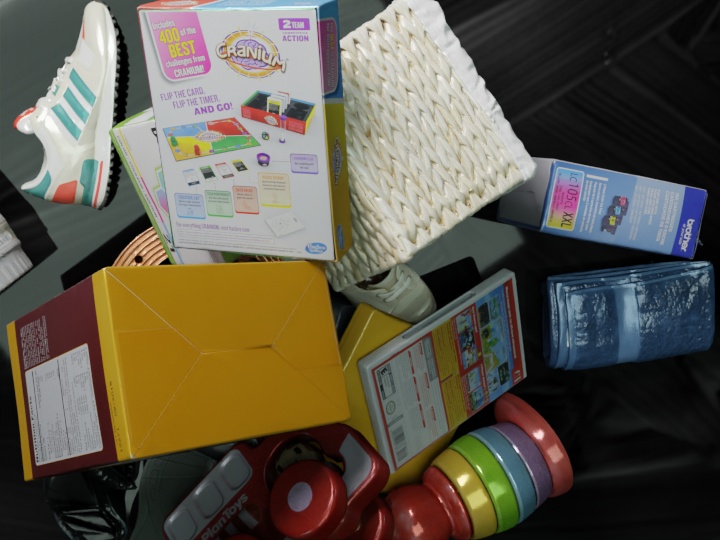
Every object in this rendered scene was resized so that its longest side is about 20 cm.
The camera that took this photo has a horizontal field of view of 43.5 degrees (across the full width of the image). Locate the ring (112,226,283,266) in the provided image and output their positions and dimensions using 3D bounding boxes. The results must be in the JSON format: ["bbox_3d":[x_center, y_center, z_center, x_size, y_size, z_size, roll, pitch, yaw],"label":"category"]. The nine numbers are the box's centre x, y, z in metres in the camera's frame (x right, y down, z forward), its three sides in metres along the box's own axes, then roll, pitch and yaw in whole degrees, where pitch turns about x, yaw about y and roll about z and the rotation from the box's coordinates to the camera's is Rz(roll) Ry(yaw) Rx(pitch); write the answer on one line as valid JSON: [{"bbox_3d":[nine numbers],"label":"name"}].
[{"bbox_3d":[-0.164,0.043,0.926,0.200,0.019,0.201,-1,92,-16],"label":"ring"}]

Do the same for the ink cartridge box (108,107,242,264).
[{"bbox_3d":[-0.124,-0.083,0.804,0.076,0.200,0.148,-34,111,-32],"label":"ink cartridge box"}]

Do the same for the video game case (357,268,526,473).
[{"bbox_3d":[0.091,0.103,0.930,0.200,0.017,0.143,-30,125,-26],"label":"video game case"}]

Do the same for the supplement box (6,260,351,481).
[{"bbox_3d":[-0.152,0.082,0.738,0.197,0.200,0.133,-2,78,-41],"label":"supplement box"}]

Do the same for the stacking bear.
[{"bbox_3d":[0.111,0.231,0.944,0.200,0.114,0.122,-26,102,-17],"label":"stacking bear"}]

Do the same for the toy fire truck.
[{"bbox_3d":[-0.077,0.211,0.804,0.200,0.168,0.112,-48,139,0],"label":"toy fire truck"}]

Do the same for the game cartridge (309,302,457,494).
[{"bbox_3d":[0.031,0.141,0.932,0.200,0.032,0.177,27,91,-41],"label":"game cartridge"}]

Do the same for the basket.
[{"bbox_3d":[0.014,-0.111,0.832,0.161,0.198,0.200,-34,94,-24],"label":"basket"}]

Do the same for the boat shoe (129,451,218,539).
[{"bbox_3d":[-0.185,0.245,0.924,0.074,0.065,0.202,6,71,21],"label":"boat shoe"}]

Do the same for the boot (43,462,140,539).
[{"bbox_3d":[-0.262,0.147,0.853,0.076,0.168,0.201,-18,99,-8],"label":"boot"}]

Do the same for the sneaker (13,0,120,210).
[{"bbox_3d":[-0.280,-0.159,0.860,0.093,0.070,0.200,3,99,-17],"label":"sneaker"}]

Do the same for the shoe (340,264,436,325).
[{"bbox_3d":[0.000,0.000,0.943,0.200,0.053,0.070,36,90,-13],"label":"shoe"}]

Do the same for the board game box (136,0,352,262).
[{"bbox_3d":[-0.088,-0.110,0.716,0.153,0.040,0.200,6,116,19],"label":"board game box"}]

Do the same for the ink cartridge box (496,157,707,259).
[{"bbox_3d":[0.261,-0.065,0.942,0.199,0.136,0.077,8,97,-11],"label":"ink cartridge box"}]

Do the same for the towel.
[{"bbox_3d":[0.302,0.050,1.010,0.199,0.049,0.112,-7,99,-10],"label":"towel"}]

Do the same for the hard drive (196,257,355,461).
[{"bbox_3d":[-0.100,0.099,0.899,0.135,0.042,0.200,26,83,1],"label":"hard drive"}]

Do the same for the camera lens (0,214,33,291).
[{"bbox_3d":[-0.416,-0.035,0.804,0.160,0.160,0.200,-39,102,-4],"label":"camera lens"}]
